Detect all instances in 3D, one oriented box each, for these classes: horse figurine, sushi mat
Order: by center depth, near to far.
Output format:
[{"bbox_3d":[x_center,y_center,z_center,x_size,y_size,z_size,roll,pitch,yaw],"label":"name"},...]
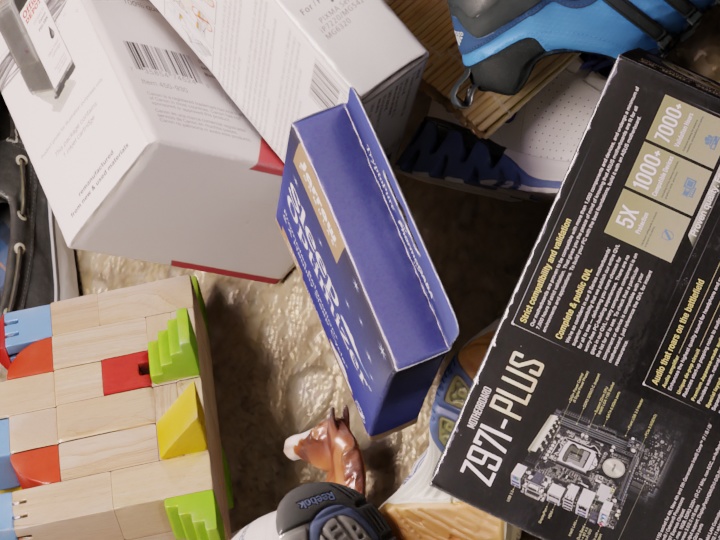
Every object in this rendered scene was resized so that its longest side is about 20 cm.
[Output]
[{"bbox_3d":[0.099,-0.149,1.347,0.200,0.012,0.096,-42,53,-8],"label":"sushi mat"},{"bbox_3d":[-0.031,0.182,1.445,0.132,0.050,0.200,-28,56,41],"label":"horse figurine"}]

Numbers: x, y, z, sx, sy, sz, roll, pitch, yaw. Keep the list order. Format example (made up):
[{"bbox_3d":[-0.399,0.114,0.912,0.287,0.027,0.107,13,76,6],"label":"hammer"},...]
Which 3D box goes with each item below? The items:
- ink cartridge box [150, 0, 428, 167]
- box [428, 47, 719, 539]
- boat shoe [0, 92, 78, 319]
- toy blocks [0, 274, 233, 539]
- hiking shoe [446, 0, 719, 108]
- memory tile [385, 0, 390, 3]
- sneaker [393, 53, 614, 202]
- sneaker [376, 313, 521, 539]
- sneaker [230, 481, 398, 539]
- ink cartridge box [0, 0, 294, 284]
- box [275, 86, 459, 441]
[{"bbox_3d":[-0.047,-0.125,1.372,0.044,0.200,0.174,-38,82,-12],"label":"ink cartridge box"},{"bbox_3d":[0.145,0.030,1.225,0.164,0.086,0.200,24,100,7],"label":"box"},{"bbox_3d":[-0.203,-0.037,1.660,0.069,0.057,0.200,-32,58,35],"label":"boat shoe"},{"bbox_3d":[-0.142,0.084,1.484,0.137,0.100,0.200,-11,44,2],"label":"toy blocks"},{"bbox_3d":[0.131,-0.131,1.294,0.074,0.200,0.087,-118,20,-72],"label":"hiking shoe"},{"bbox_3d":[0.004,-0.187,1.477,0.200,0.017,0.153,23,73,45],"label":"memory tile"},{"bbox_3d":[0.099,-0.088,1.358,0.199,0.081,0.115,9,89,47],"label":"sneaker"},{"bbox_3d":[0.058,0.099,1.368,0.075,0.088,0.200,32,123,8],"label":"sneaker"},{"bbox_3d":[0.005,0.193,1.359,0.087,0.074,0.200,-25,93,48],"label":"sneaker"},{"bbox_3d":[-0.109,-0.100,1.519,0.083,0.147,0.200,-49,50,29],"label":"ink cartridge box"},{"bbox_3d":[0.000,0.000,1.321,0.200,0.032,0.121,109,138,-75],"label":"box"}]
